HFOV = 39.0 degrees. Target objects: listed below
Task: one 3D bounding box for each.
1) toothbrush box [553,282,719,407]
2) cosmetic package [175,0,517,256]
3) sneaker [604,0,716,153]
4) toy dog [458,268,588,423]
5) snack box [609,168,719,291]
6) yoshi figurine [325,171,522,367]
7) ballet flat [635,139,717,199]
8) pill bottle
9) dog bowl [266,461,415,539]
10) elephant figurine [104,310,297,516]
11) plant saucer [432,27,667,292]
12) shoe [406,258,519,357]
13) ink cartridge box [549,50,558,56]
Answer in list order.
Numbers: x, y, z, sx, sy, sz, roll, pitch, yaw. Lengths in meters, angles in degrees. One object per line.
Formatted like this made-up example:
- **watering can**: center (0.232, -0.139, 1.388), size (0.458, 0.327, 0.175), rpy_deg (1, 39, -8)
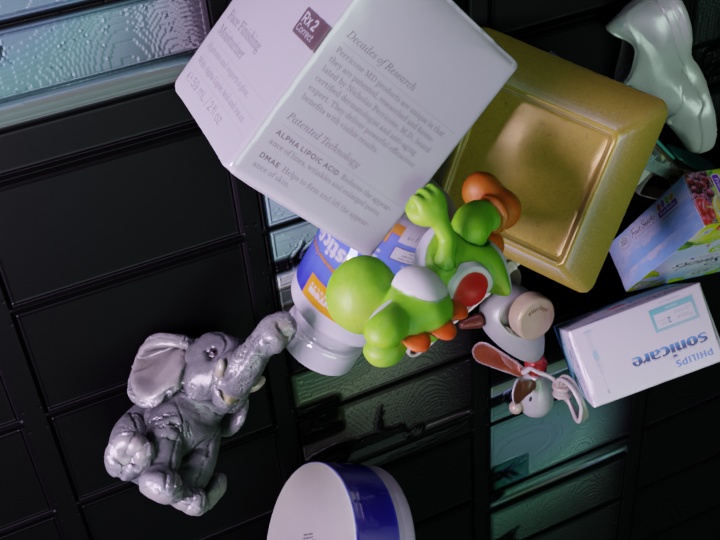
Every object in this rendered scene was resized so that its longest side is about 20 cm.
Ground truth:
- **toothbrush box**: center (0.298, 0.078, 1.117), size (0.144, 0.200, 0.087), rpy_deg (-21, 87, 7)
- **cosmetic package**: center (-0.016, -0.159, 0.830), size (0.164, 0.165, 0.201), rpy_deg (29, 104, -39)
- **sneaker**: center (0.306, -0.195, 1.055), size (0.087, 0.076, 0.201), rpy_deg (-28, 125, 7)
- **toy dog**: center (0.163, 0.092, 1.127), size (0.095, 0.132, 0.203), rpy_deg (-24, 104, -11)
- **snack box**: center (0.407, -0.053, 1.147), size (0.196, 0.069, 0.169), rpy_deg (-9, 158, -22)
- **yoshi figurine**: center (0.043, -0.005, 0.826), size (0.200, 0.111, 0.114), rpy_deg (-43, 111, -41)
- **ballet flat**: center (0.318, -0.115, 1.110), size (0.198, 0.070, 0.071), rpy_deg (20, 119, -40)
- **pill bottle**: center (0.000, 0.000, 0.973), size (0.110, 0.113, 0.202), rpy_deg (11, 122, -33)
- **dog bowl**: center (-0.027, 0.314, 1.117), size (0.078, 0.201, 0.203), rpy_deg (13, 115, -31)
- **elephant figurine**: center (-0.153, 0.119, 0.974), size (0.142, 0.153, 0.203), rpy_deg (61, 53, -74)
- **plant saucer**: center (0.157, -0.097, 0.955), size (0.048, 0.197, 0.203), rpy_deg (-37, 149, -60)
- **shoe**: center (0.112, 0.018, 1.062), size (0.199, 0.054, 0.070), rpy_deg (-39, 136, 19)
- **ink cartridge box**: center (0.171, -0.115, 1.048), size (0.094, 0.037, 0.202), rpy_deg (24, 105, -38)
